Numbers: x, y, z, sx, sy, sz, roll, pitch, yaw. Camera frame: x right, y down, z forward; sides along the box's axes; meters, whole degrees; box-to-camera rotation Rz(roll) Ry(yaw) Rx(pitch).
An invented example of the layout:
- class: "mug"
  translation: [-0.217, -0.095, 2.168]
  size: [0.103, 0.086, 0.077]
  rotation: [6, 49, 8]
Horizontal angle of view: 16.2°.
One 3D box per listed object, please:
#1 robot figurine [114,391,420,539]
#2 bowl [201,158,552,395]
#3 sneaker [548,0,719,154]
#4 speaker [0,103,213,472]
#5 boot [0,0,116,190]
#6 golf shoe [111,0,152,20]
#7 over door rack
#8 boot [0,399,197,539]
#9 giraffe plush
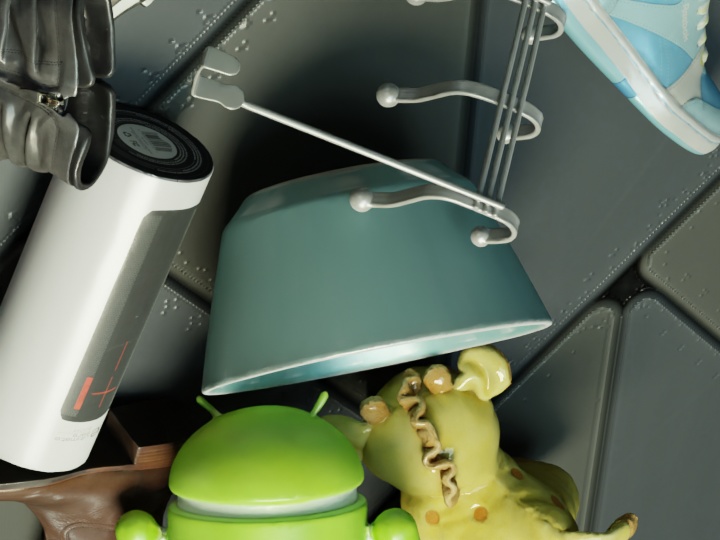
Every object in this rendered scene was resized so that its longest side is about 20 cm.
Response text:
- class: "robot figurine"
  translation: [-0.052, 0.170, 1.469]
  size: [0.175, 0.116, 0.200]
  rotation: [-2, 96, 8]
- class: "bowl"
  translation: [0.000, 0.000, 1.415]
  size: [0.201, 0.201, 0.105]
  rotation: [-9, 86, -21]
- class: "sneaker"
  translation: [0.187, -0.158, 1.445]
  size: [0.131, 0.080, 0.200]
  rotation: [-42, 132, 8]
- class: "speaker"
  translation: [-0.154, 0.012, 1.399]
  size: [0.081, 0.081, 0.200]
  rotation: [10, 119, -32]
- class: "boot"
  translation: [-0.180, -0.140, 1.217]
  size: [0.070, 0.132, 0.200]
  rotation: [-46, 134, -54]
- class: "golf shoe"
  translation: [-0.131, -0.185, 1.272]
  size: [0.094, 0.078, 0.200]
  rotation: [10, 129, -36]
- class: "over door rack"
  translation: [0.007, -0.114, 1.335]
  size: [0.200, 0.148, 0.067]
  rotation: [27, 150, -23]
- class: "boot"
  translation: [-0.194, 0.176, 1.515]
  size: [0.186, 0.064, 0.200]
  rotation: [-4, 129, -27]
- class: "giraffe plush"
  translation: [0.052, 0.128, 1.550]
  size: [0.173, 0.200, 0.162]
  rotation: [-37, 106, -18]
